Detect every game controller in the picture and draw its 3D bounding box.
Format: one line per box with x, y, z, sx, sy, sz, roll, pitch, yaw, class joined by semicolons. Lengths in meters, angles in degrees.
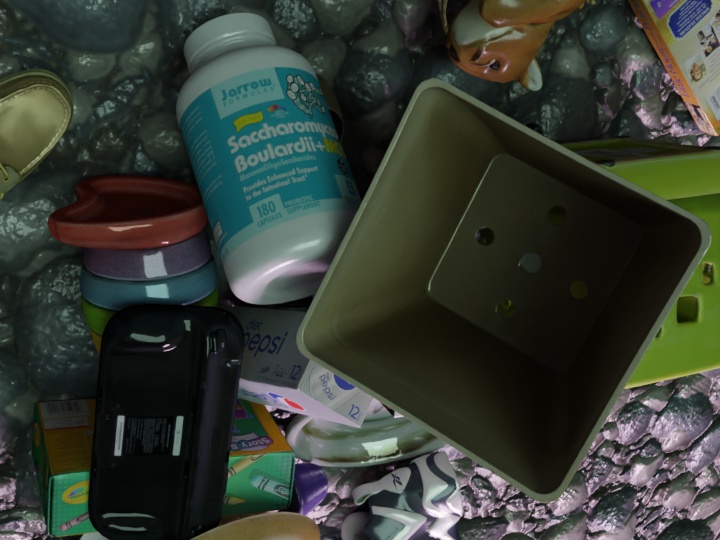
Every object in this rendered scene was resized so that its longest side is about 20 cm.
-0.147;0.119;0.776;0.103;0.042;0.202;6;111;-10;game controller

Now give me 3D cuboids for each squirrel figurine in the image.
0.153;-0.238;0.824;0.199;0.142;0.187;-29;153;-33;squirrel figurine

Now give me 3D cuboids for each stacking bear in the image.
-0.167;0.039;0.808;0.113;0.122;0.202;1;112;0;stacking bear

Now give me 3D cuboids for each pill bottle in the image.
-0.069;-0.085;0.757;0.110;0.111;0.201;-15;73;-17;pill bottle

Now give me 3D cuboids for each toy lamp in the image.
-0.109;0.213;0.903;0.199;0.058;0.059;-10;117;-46;toy lamp

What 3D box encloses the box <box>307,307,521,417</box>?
0.038;0.060;0.873;0.109;0.200;0.035;-3;110;-22;box

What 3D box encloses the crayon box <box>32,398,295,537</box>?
-0.167;0.156;0.870;0.198;0.119;0.059;-1;111;-23;crayon box

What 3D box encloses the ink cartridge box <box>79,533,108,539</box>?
-0.177;0.267;0.941;0.199;0.068;0.117;26;99;-30;ink cartridge box

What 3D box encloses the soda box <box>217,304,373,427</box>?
-0.065;0.072;0.832;0.068;0.199;0.064;34;72;-30;soda box

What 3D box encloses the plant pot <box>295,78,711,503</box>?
0.108;0.004;0.721;0.199;0.177;0.201;30;105;14;plant pot

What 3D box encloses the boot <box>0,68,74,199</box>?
-0.275;-0.054;0.715;0.199;0.155;0.073;-36;120;-6;boot

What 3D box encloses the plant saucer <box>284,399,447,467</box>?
0.026;0.123;0.949;0.198;0.051;0.201;-10;151;-5;plant saucer

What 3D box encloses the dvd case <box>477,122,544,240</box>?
0.146;-0.022;0.994;0.142;0.018;0.201;-34;119;-9;dvd case

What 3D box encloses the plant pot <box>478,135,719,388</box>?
0.218;-0.017;0.906;0.198;0.200;0.183;-8;105;-23;plant pot

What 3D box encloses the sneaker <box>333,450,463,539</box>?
0.039;0.280;1.041;0.129;0.080;0.200;-11;127;-7;sneaker

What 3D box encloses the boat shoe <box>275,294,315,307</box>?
0.000;0.000;0.871;0.199;0.065;0.072;-9;135;-47;boat shoe

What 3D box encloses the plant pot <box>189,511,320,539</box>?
-0.118;0.274;0.865;0.199;0.028;0.201;-23;145;-17;plant pot

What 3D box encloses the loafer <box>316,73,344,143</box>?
-0.060;-0.063;0.858;0.075;0.067;0.202;1;110;-24;loafer

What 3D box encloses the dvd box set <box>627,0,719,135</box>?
0.340;-0.249;0.978;0.146;0.029;0.200;-44;120;-3;dvd box set
